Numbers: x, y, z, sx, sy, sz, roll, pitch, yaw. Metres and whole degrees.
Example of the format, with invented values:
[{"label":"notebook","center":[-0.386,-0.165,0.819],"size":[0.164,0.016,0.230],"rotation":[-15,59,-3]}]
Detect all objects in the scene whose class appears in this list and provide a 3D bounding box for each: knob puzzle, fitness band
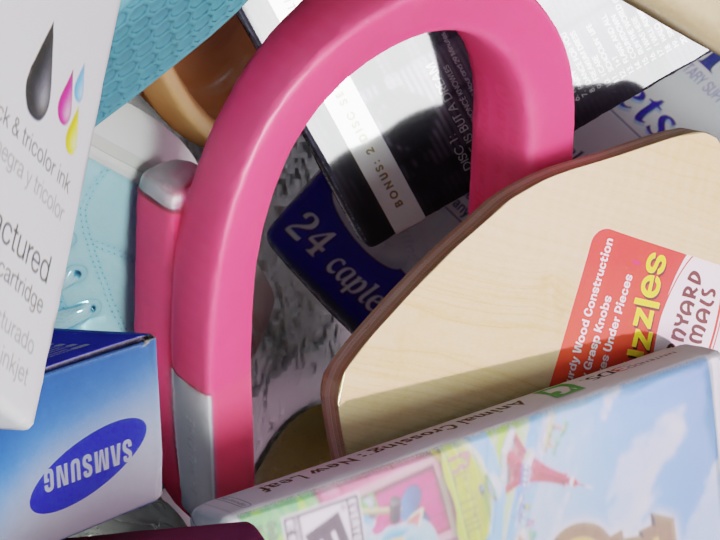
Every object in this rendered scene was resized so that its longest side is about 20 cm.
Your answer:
[{"label":"knob puzzle","center":[0.068,0.052,0.895],"size":[0.220,0.030,0.220],"rotation":[-6,102,-31]},{"label":"fitness band","center":[0.000,0.000,0.862],"size":[0.144,0.037,0.200],"rotation":[-26,134,-34]}]

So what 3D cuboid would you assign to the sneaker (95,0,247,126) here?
[{"label":"sneaker","center":[-0.126,-0.078,0.740],"size":[0.200,0.131,0.080],"rotation":[-37,165,-21]}]

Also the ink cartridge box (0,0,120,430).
[{"label":"ink cartridge box","center":[-0.138,-0.088,0.595],"size":[0.147,0.146,0.200],"rotation":[49,46,-60]}]

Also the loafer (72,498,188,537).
[{"label":"loafer","center":[-0.088,0.158,0.869],"size":[0.070,0.070,0.200],"rotation":[-10,104,-37]}]

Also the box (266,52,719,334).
[{"label":"box","center":[0.082,-0.046,1.027],"size":[0.200,0.105,0.184],"rotation":[-47,174,4]}]

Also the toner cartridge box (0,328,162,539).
[{"label":"toner cartridge box","center":[-0.137,0.049,0.652],"size":[0.200,0.095,0.043],"rotation":[-18,109,-58]}]

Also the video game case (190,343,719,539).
[{"label":"video game case","center":[0.042,0.138,0.853],"size":[0.182,0.022,0.200],"rotation":[-16,107,-34]}]

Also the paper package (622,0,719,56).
[{"label":"paper package","center":[0.029,-0.151,0.759],"size":[0.191,0.200,0.103],"rotation":[28,98,-26]}]

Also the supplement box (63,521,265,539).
[{"label":"supplement box","center":[-0.076,0.168,0.683],"size":[0.103,0.131,0.200],"rotation":[-145,-128,-80]}]

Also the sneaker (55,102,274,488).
[{"label":"sneaker","center":[-0.082,0.006,0.847],"size":[0.200,0.074,0.082],"rotation":[47,54,-54]}]

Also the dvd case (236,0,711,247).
[{"label":"dvd case","center":[0.053,-0.118,0.896],"size":[0.149,0.200,0.016],"rotation":[61,-4,-19]}]

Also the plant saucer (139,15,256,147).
[{"label":"plant saucer","center":[-0.048,-0.137,0.963],"size":[0.200,0.037,0.200],"rotation":[1,90,-68]}]

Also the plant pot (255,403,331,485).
[{"label":"plant pot","center":[0.048,0.153,1.093],"size":[0.200,0.142,0.200],"rotation":[3,90,-68]}]
